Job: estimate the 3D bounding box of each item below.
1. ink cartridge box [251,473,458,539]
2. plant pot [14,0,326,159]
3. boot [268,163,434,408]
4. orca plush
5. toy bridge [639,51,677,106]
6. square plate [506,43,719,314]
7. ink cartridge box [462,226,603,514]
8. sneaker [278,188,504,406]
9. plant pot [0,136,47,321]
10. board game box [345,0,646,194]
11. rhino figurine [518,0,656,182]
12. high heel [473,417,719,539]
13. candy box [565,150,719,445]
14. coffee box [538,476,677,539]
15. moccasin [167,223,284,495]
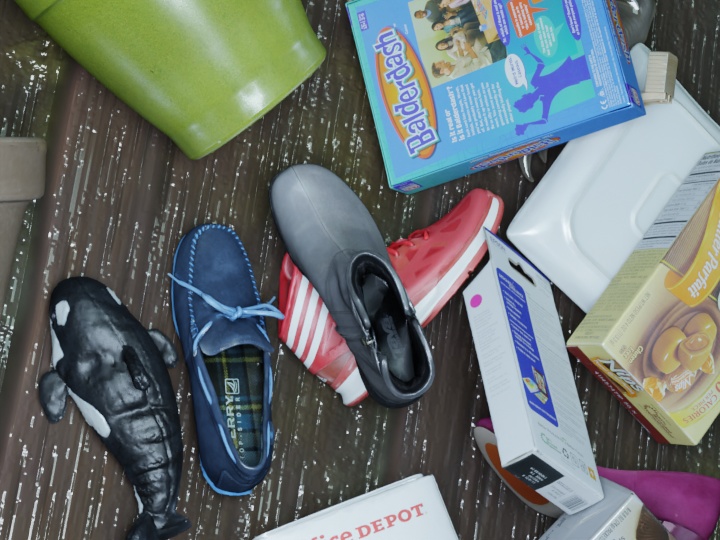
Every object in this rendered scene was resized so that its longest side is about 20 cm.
[{"bbox_3d":[0.013,0.265,1.554,0.146,0.086,0.201,-18,79,-19],"label":"ink cartridge box"},{"bbox_3d":[-0.129,-0.194,1.597,0.200,0.200,0.193,-42,100,-21],"label":"plant pot"},{"bbox_3d":[0.000,0.000,1.537,0.070,0.132,0.201,-31,82,-6],"label":"boot"},{"bbox_3d":[-0.171,0.094,1.558,0.104,0.071,0.202,-4,77,-16],"label":"orca plush"},{"bbox_3d":[0.140,-0.136,1.677,0.199,0.027,0.068,4,85,23],"label":"toy bridge"},{"bbox_3d":[0.235,-0.041,1.700,0.198,0.028,0.200,42,70,-17],"label":"square plate"},{"bbox_3d":[0.121,0.071,1.589,0.095,0.037,0.201,37,35,-44],"label":"ink cartridge box"},{"bbox_3d":[0.014,-0.008,1.634,0.115,0.078,0.200,39,68,-3],"label":"sneaker"},{"bbox_3d":[-0.312,-0.005,1.498,0.199,0.200,0.176,-1,92,-15],"label":"plant pot"},{"bbox_3d":[0.100,-0.160,1.656,0.199,0.045,0.153,-17,79,20],"label":"board game box"},{"bbox_3d":[0.170,-0.159,1.725,0.087,0.060,0.201,24,75,-5],"label":"rhino figurine"},{"bbox_3d":[0.179,0.148,1.647,0.200,0.067,0.096,38,64,-11],"label":"high heel"},{"bbox_3d":[0.258,0.019,1.660,0.115,0.055,0.200,46,69,-20],"label":"candy box"},{"bbox_3d":[0.211,0.261,1.579,0.113,0.080,0.200,-46,103,-7],"label":"coffee box"},{"bbox_3d":[-0.087,0.059,1.590,0.080,0.068,0.202,-8,77,-23],"label":"moccasin"}]
